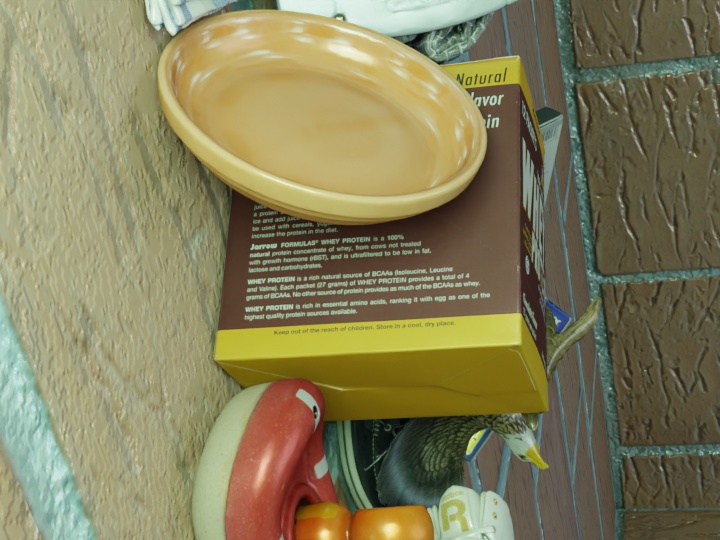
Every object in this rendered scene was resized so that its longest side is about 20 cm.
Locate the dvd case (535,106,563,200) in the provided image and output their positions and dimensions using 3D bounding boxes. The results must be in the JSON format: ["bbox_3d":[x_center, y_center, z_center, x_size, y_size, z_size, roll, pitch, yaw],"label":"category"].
[{"bbox_3d":[0.101,-0.026,1.020,0.150,0.025,0.201,-28,138,-38],"label":"dvd case"}]

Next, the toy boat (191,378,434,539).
[{"bbox_3d":[-0.018,0.162,0.743,0.131,0.130,0.201,-58,136,-65],"label":"toy boat"}]

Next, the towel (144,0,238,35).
[{"bbox_3d":[-0.104,-0.234,0.748,0.200,0.024,0.148,-60,140,-66],"label":"towel"}]

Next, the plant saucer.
[{"bbox_3d":[-0.024,-0.090,0.723,0.201,0.199,0.038,-71,180,-53],"label":"plant saucer"}]

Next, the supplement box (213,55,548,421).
[{"bbox_3d":[0.023,-0.016,0.823,0.133,0.196,0.201,56,33,-61],"label":"supplement box"}]

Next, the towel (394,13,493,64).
[{"bbox_3d":[0.079,-0.259,0.937,0.201,0.085,0.166,-63,-171,9],"label":"towel"}]

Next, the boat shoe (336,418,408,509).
[{"bbox_3d":[0.016,0.118,1.015,0.075,0.062,0.202,-41,127,-72],"label":"boat shoe"}]

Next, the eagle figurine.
[{"bbox_3d":[0.089,0.105,0.956,0.151,0.200,0.152,-6,75,-31],"label":"eagle figurine"}]

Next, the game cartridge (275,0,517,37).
[{"bbox_3d":[0.033,-0.232,0.840,0.040,0.198,0.134,-101,180,-81],"label":"game cartridge"}]

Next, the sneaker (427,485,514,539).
[{"bbox_3d":[0.060,0.202,0.813,0.200,0.073,0.116,36,40,-63],"label":"sneaker"}]

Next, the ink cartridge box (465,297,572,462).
[{"bbox_3d":[0.136,0.085,1.190,0.200,0.076,0.136,-52,173,-3],"label":"ink cartridge box"}]
